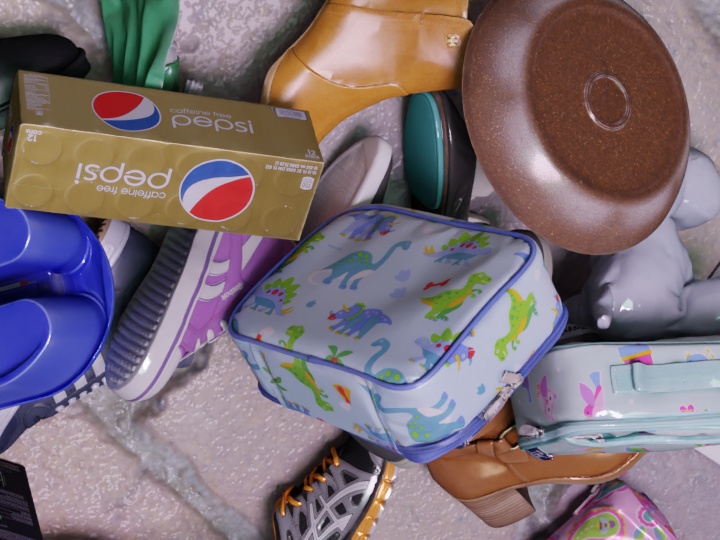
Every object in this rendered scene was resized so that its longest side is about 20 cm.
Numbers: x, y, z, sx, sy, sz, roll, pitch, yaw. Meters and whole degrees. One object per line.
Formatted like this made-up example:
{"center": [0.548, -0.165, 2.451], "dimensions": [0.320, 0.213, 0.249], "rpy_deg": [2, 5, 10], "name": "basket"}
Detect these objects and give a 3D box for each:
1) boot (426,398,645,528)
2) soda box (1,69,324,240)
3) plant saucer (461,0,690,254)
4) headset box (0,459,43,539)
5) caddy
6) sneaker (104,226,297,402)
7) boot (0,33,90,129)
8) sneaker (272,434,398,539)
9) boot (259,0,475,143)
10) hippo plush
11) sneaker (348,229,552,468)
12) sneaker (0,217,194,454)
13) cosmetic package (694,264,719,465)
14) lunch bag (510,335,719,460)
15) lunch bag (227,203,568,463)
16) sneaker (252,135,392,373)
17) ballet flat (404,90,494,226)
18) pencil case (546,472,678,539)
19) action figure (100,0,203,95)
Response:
{"center": [0.136, 0.103, 1.342], "dimensions": [0.199, 0.077, 0.155], "rpy_deg": [-30, 129, 12], "name": "boot"}
{"center": [-0.130, -0.073, 1.128], "dimensions": [0.199, 0.064, 0.068], "rpy_deg": [7, 127, -18], "name": "soda box"}
{"center": [0.160, -0.113, 1.192], "dimensions": [0.199, 0.037, 0.202], "rpy_deg": [8, 75, -32], "name": "plant saucer"}
{"center": [-0.293, 0.239, 1.198], "dimensions": [0.092, 0.200, 0.175], "rpy_deg": [19, 103, -23], "name": "headset box"}
{"center": [-0.265, 0.025, 1.160], "dimensions": [0.199, 0.105, 0.142], "rpy_deg": [-15, 82, 12], "name": "caddy"}
{"center": [-0.094, 0.030, 1.195], "dimensions": [0.114, 0.072, 0.201], "rpy_deg": [43, 48, -22], "name": "sneaker"}
{"center": [-0.295, -0.159, 1.129], "dimensions": [0.197, 0.073, 0.163], "rpy_deg": [-25, 111, -7], "name": "boot"}
{"center": [-0.027, 0.185, 1.335], "dimensions": [0.077, 0.078, 0.201], "rpy_deg": [25, 93, -3], "name": "sneaker"}
{"center": [0.008, -0.133, 1.206], "dimensions": [0.143, 0.071, 0.203], "rpy_deg": [9, 101, 8], "name": "boot"}
{"center": [0.199, -0.020, 1.316], "dimensions": [0.199, 0.159, 0.162], "rpy_deg": [4, 77, -34], "name": "hippo plush"}
{"center": [0.051, 0.043, 1.240], "dimensions": [0.106, 0.075, 0.201], "rpy_deg": [31, 95, -37], "name": "sneaker"}
{"center": [-0.191, 0.067, 1.240], "dimensions": [0.108, 0.070, 0.201], "rpy_deg": [31, 94, -23], "name": "sneaker"}
{"center": [0.335, 0.066, 1.418], "dimensions": [0.150, 0.052, 0.201], "rpy_deg": [31, 97, -27], "name": "cosmetic package"}
{"center": [0.208, 0.090, 1.231], "dimensions": [0.199, 0.160, 0.078], "rpy_deg": [-3, 83, -13], "name": "lunch bag"}
{"center": [0.026, 0.033, 1.138], "dimensions": [0.161, 0.199, 0.083], "rpy_deg": [-46, 128, -27], "name": "lunch bag"}
{"center": [0.000, 0.000, 1.281], "dimensions": [0.099, 0.071, 0.201], "rpy_deg": [18, 107, -26], "name": "sneaker"}
{"center": [0.065, -0.049, 1.287], "dimensions": [0.068, 0.068, 0.201], "rpy_deg": [-10, 122, -24], "name": "ballet flat"}
{"center": [0.166, 0.253, 1.415], "dimensions": [0.200, 0.087, 0.088], "rpy_deg": [-40, 116, -1], "name": "pencil case"}
{"center": [-0.142, -0.129, 1.179], "dimensions": [0.054, 0.118, 0.201], "rpy_deg": [-13, 121, -26], "name": "action figure"}
